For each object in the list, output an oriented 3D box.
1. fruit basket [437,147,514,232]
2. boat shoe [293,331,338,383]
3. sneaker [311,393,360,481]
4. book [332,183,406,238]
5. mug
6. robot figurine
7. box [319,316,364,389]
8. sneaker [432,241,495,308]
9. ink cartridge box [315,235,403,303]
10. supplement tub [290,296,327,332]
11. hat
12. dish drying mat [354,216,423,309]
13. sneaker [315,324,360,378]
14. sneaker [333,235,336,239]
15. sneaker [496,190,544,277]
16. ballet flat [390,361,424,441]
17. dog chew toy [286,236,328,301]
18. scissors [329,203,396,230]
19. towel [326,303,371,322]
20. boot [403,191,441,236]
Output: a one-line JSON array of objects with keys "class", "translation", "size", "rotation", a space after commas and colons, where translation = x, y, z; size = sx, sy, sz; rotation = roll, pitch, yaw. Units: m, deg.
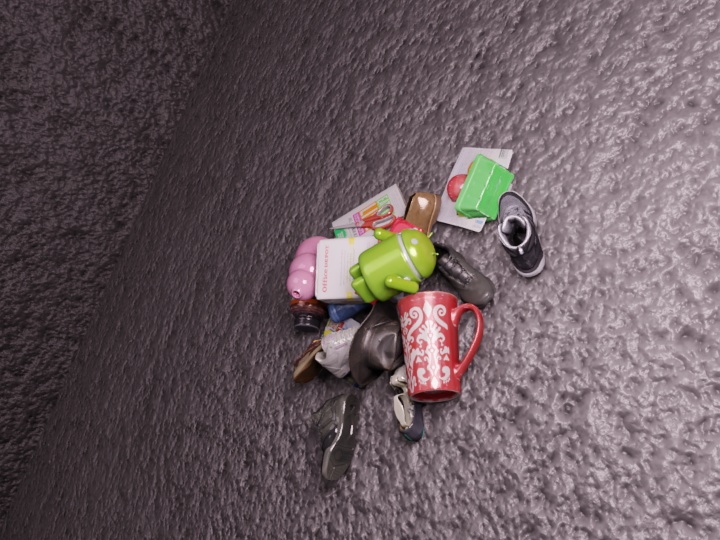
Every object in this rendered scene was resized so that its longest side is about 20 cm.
[{"class": "fruit basket", "translation": [0.251, -0.184, 1.460], "size": [0.188, 0.093, 0.200], "rotation": [-67, 22, 0]}, {"class": "boat shoe", "translation": [-0.106, 0.202, 1.630], "size": [0.200, 0.071, 0.073], "rotation": [-48, 42, 33]}, {"class": "sneaker", "translation": [-0.068, 0.393, 1.545], "size": [0.113, 0.076, 0.203], "rotation": [-16, 57, 48]}, {"class": "book", "translation": [0.029, -0.123, 1.659], "size": [0.198, 0.048, 0.135], "rotation": [-31, 44, 11]}, {"class": "mug", "translation": [0.157, 0.154, 1.343], "size": [0.177, 0.132, 0.204], "rotation": [-34, 50, 51]}, {"class": "robot figurine", "translation": [0.074, -0.012, 1.391], "size": [0.198, 0.116, 0.177], "rotation": [-28, 39, 15]}, {"class": "box", "translation": [-0.031, 0.191, 1.630], "size": [0.199, 0.037, 0.138], "rotation": [26, 92, 53]}, {"class": "sneaker", "translation": [0.208, 0.007, 1.389], "size": [0.076, 0.090, 0.200], "rotation": [-50, 41, 6]}, {"class": "ink cartridge box", "translation": [0.000, 0.000, 1.547], "size": [0.196, 0.083, 0.148], "rotation": [-2, 77, 22]}, {"class": "supplement tub", "translation": [-0.134, 0.061, 1.767], "size": [0.106, 0.106, 0.204], "rotation": [-18, 58, 44]}, {"class": "hat", "translation": [0.060, 0.169, 1.434], "size": [0.080, 0.200, 0.204], "rotation": [15, 83, 31]}, {"class": "dish drying mat", "translation": [0.064, -0.019, 1.469], "size": [0.076, 0.018, 0.202], "rotation": [29, 89, 23]}, {"class": "sneaker", "translation": [-0.032, 0.171, 1.509], "size": [0.200, 0.099, 0.075], "rotation": [-50, 17, 32]}, {"class": "sneaker", "translation": [-0.004, -0.086, 1.716], "size": [0.200, 0.067, 0.110], "rotation": [16, 87, 55]}, {"class": "sneaker", "translation": [0.308, -0.095, 1.291], "size": [0.074, 0.114, 0.203], "rotation": [-21, 56, 18]}, {"class": "ballet flat", "translation": [0.099, 0.264, 1.410], "size": [0.073, 0.072, 0.203], "rotation": [-29, 51, 38]}, {"class": "dog chew toy", "translation": [-0.124, 0.001, 1.642], "size": [0.124, 0.125, 0.201], "rotation": [-33, 17, 36]}, {"class": "scissors", "translation": [0.002, -0.113, 1.629], "size": [0.197, 0.014, 0.074], "rotation": [-18, 50, 24]}, {"class": "towel", "translation": [0.001, 0.045, 1.623], "size": [0.198, 0.048, 0.113], "rotation": [-28, 52, 21]}, {"class": "boot", "translation": [0.125, -0.086, 1.524], "size": [0.074, 0.074, 0.204], "rotation": [-131, 52, -65]}]
